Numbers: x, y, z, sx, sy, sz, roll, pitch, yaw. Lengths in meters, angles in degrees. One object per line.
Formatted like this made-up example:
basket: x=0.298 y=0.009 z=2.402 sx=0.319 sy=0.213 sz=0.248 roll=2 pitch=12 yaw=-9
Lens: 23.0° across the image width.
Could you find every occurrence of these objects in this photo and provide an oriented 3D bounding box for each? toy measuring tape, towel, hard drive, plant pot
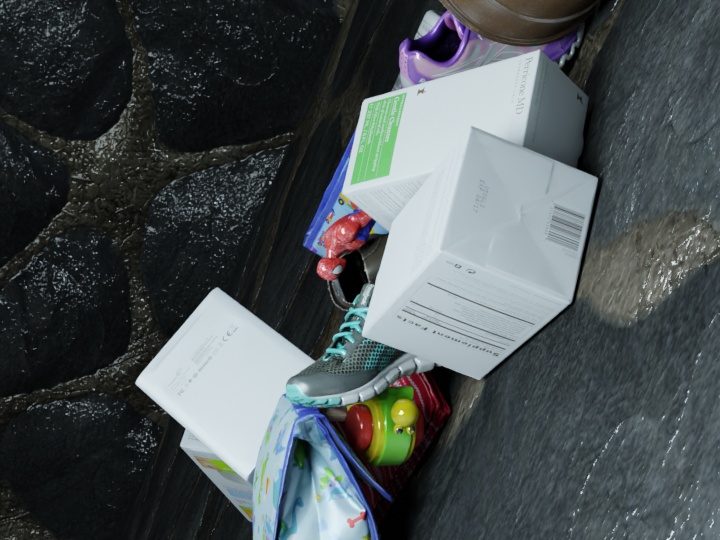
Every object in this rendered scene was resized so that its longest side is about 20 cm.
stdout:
toy measuring tape: x=0.008 y=0.150 z=1.645 sx=0.200 sy=0.073 sz=0.074 roll=-25 pitch=44 yaw=66
towel: x=0.015 y=0.144 z=1.711 sx=0.201 sy=0.022 sz=0.145 roll=-62 pitch=41 yaw=38
hard drive: x=-0.125 y=0.113 z=1.769 sx=0.132 sy=0.026 sz=0.200 roll=-50 pitch=49 yaw=-7
plant pot: x=0.177 y=-0.316 z=1.543 sx=0.198 sy=0.199 sz=0.202 roll=-18 pitch=51 yaw=67

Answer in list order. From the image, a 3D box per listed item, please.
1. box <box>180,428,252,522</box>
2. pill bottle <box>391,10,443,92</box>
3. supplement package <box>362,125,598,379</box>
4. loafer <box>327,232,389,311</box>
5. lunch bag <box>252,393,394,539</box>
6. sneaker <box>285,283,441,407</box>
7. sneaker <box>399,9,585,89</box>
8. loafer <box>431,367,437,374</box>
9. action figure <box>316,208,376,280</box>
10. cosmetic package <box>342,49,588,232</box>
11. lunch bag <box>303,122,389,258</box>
box: x=-0.090 y=0.189 z=1.860 sx=0.200 sy=0.112 sz=0.102 roll=59 pitch=-137 yaw=-55
pill bottle: x=0.083 y=-0.170 z=1.926 sx=0.113 sy=0.112 sz=0.201 roll=-103 pitch=36 yaw=-73
supplement package: x=0.097 y=-0.009 z=1.482 sx=0.200 sy=0.119 sz=0.122 roll=131 pitch=157 yaw=-62
loafer: x=0.000 y=0.000 z=1.735 sx=0.200 sy=0.071 sz=0.074 roll=146 pitch=108 yaw=-68
lunch bag: x=-0.041 y=0.217 z=1.616 sx=0.170 sy=0.126 sz=0.202 roll=-166 pitch=66 yaw=-80
sneaker: x=0.006 y=0.059 z=1.574 sx=0.077 sy=0.199 sz=0.092 roll=-4 pitch=105 yaw=49
sneaker: x=0.118 y=-0.213 z=1.649 sx=0.081 sy=0.199 sz=0.089 roll=51 pitch=165 yaw=51
loafer: x=0.039 y=0.059 z=1.807 sx=0.200 sy=0.071 sz=0.074 roll=177 pitch=114 yaw=-79
action figure: x=0.021 y=-0.071 z=1.678 sx=0.200 sy=0.052 sz=0.065 roll=-51 pitch=13 yaw=-16
cosmetic package: x=0.092 y=-0.109 z=1.557 sx=0.199 sy=0.085 sz=0.108 roll=-14 pitch=53 yaw=39
lunch bag: x=0.034 y=-0.049 z=1.819 sx=0.094 sy=0.150 sz=0.201 roll=-73 pitch=9 yaw=-50
